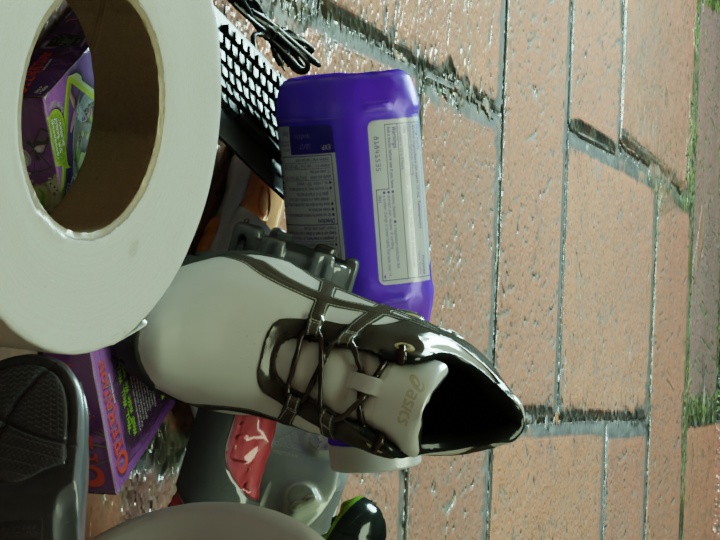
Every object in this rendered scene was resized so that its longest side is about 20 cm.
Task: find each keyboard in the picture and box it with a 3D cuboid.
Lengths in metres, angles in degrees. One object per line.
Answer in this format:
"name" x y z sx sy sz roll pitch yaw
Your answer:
"keyboard" -0.048 -0.096 1.388 0.200 0.021 0.127 44 31 -57

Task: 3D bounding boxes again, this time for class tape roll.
"tape roll" -0.122 -0.066 1.091 0.203 0.037 0.203 -23 116 -60

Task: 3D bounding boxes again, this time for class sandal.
"sandal" -0.047 -0.004 1.398 0.079 0.059 0.207 72 25 -50

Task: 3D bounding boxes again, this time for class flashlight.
"flashlight" -0.051 0.083 1.292 0.068 0.068 0.200 12 99 -46

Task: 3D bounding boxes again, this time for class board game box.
"board game box" -0.116 -0.014 1.211 0.120 0.032 0.200 -67 154 -59

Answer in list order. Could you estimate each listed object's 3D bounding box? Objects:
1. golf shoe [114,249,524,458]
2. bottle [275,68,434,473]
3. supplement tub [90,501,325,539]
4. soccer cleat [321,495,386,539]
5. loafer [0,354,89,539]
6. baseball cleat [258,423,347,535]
"golf shoe" -0.012 0.041 1.217 0.200 0.094 0.078 11 96 -31
"bottle" 0.000 0.000 1.341 0.084 0.065 0.200 -176 -99 -68
"supplement tub" -0.062 0.222 1.211 0.145 0.145 0.200 -68 154 -51
"soccer cleat" -0.005 0.206 1.318 0.068 0.081 0.200 -33 140 -62
"loafer" -0.138 0.134 1.078 0.063 0.072 0.200 72 22 -60
"baseball cleat" -0.053 0.164 1.409 0.106 0.070 0.200 76 31 -60
